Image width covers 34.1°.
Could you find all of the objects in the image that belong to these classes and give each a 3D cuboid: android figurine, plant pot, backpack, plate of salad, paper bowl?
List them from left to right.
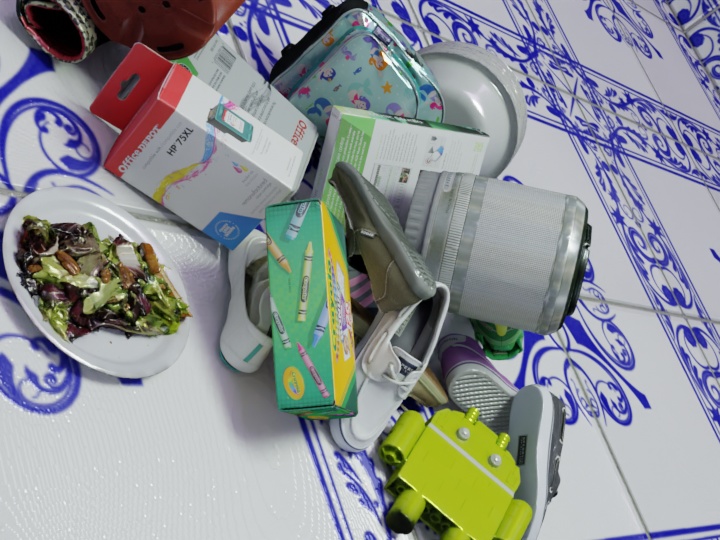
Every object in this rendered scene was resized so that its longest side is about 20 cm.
[{"bbox_3d":[-0.228,0.004,1.060,0.200,0.048,0.200,34,37,-30],"label":"plate of salad"},{"bbox_3d":[-0.183,-0.328,1.206,0.201,0.201,0.195,41,43,-20],"label":"plant pot"},{"bbox_3d":[0.005,-0.212,1.449,0.200,0.178,0.151,43,16,-24],"label":"backpack"},{"bbox_3d":[0.115,-0.197,1.569,0.201,0.201,0.104,50,31,-7],"label":"paper bowl"},{"bbox_3d":[0.104,0.225,1.259,0.182,0.041,0.200,41,42,1],"label":"android figurine"}]

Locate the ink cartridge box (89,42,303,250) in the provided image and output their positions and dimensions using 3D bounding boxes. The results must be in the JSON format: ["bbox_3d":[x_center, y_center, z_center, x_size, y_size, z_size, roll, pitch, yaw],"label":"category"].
[{"bbox_3d":[-0.173,-0.123,1.179,0.200,0.116,0.067,33,40,-18],"label":"ink cartridge box"}]

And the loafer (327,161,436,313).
[{"bbox_3d":[0.007,-0.036,1.238,0.075,0.070,0.200,39,18,-50],"label":"loafer"}]

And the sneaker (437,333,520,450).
[{"bbox_3d":[0.164,0.149,1.424,0.200,0.073,0.114,49,10,-30],"label":"sneaker"}]

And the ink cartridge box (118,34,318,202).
[{"bbox_3d":[-0.154,-0.163,1.288,0.200,0.083,0.147,41,33,-18],"label":"ink cartridge box"}]

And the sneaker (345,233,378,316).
[{"bbox_3d":[0.000,0.000,1.335,0.200,0.082,0.070,23,39,-42],"label":"sneaker"}]

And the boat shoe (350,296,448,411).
[{"bbox_3d":[0.017,0.096,1.298,0.200,0.063,0.073,41,7,-24],"label":"boat shoe"}]

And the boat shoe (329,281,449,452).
[{"bbox_3d":[0.032,0.095,1.217,0.074,0.065,0.200,30,73,-27],"label":"boat shoe"}]

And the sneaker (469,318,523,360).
[{"bbox_3d":[0.167,0.071,1.476,0.200,0.074,0.084,20,70,-83],"label":"sneaker"}]

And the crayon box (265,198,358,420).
[{"bbox_3d":[-0.047,0.042,1.153,0.119,0.058,0.200,46,39,-75],"label":"crayon box"}]

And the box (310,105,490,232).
[{"bbox_3d":[0.044,-0.110,1.393,0.200,0.144,0.036,6,20,-27],"label":"box"}]

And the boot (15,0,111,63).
[{"bbox_3d":[-0.316,-0.314,1.221,0.204,0.073,0.154,52,28,-13],"label":"boot"}]

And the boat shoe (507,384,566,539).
[{"bbox_3d":[0.198,0.232,1.335,0.066,0.070,0.200,24,66,-36],"label":"boat shoe"}]

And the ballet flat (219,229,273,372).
[{"bbox_3d":[-0.100,0.017,1.201,0.069,0.069,0.200,36,35,-27],"label":"ballet flat"}]

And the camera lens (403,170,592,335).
[{"bbox_3d":[0.151,-0.022,1.321,0.200,0.160,0.160,13,35,6],"label":"camera lens"}]
